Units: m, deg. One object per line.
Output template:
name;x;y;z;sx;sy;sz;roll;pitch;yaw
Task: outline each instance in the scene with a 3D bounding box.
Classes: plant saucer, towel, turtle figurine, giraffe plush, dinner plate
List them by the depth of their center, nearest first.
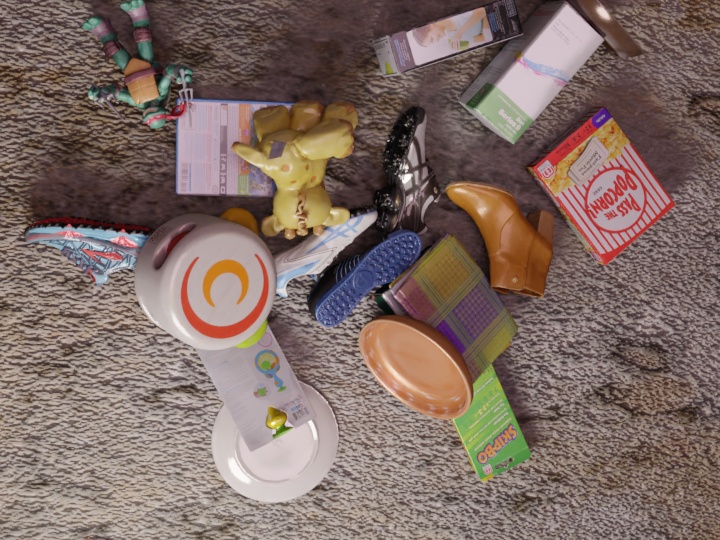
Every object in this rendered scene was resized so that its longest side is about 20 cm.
turtle figurine;-0.317;-0.276;1.515;0.149;0.101;0.201;-21;88;-5
giraffe plush;-0.083;-0.136;1.534;0.172;0.200;0.163;5;124;22
plant saucer;0.339;-0.382;1.575;0.200;0.200;0.032;41;105;-12
plant saucer;0.088;0.140;1.597;0.200;0.200;0.037;50;57;-11
towel;0.146;0.056;1.608;0.144;0.023;0.200;-45;104;-24
dinner plate;-0.131;0.265;1.647;0.199;0.024;0.202;-1;96;-11

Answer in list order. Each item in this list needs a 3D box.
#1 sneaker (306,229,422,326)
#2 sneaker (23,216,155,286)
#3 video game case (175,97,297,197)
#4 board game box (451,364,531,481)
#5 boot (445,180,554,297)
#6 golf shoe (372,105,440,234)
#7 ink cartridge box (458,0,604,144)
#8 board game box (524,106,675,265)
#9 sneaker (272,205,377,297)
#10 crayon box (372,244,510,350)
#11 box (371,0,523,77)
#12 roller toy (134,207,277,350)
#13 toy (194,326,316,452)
sneaker;0.000;0.000;1.608;0.200;0.078;0.070;-38;120;-3
sneaker;-0.390;-0.024;1.542;0.199;0.079;0.096;7;97;-10
video game case;-0.177;-0.183;1.592;0.199;0.018;0.144;1;95;-10
board game box;0.194;0.230;1.697;0.095;0.030;0.201;-25;97;-6
boot;0.211;-0.044;1.631;0.200;0.071;0.145;20;71;-19
golf shoe;0.082;-0.149;1.619;0.094;0.078;0.201;10;101;-21
ink cartridge box;0.250;-0.296;1.575;0.087;0.145;0.200;38;98;-11
board game box;0.380;-0.134;1.680;0.151;0.046;0.200;-41;101;-3
sneaker;-0.056;-0.032;1.603;0.199;0.072;0.073;-33;102;-2
crayon box;0.127;0.077;1.644;0.127;0.051;0.200;-40;101;-17
box;0.127;-0.347;1.579;0.199;0.117;0.060;-19;101;-9
roller toy;-0.226;0.011;1.529;0.182;0.140;0.201;-2;102;-33
toy;-0.164;0.164;1.605;0.115;0.047;0.201;-26;74;-18
